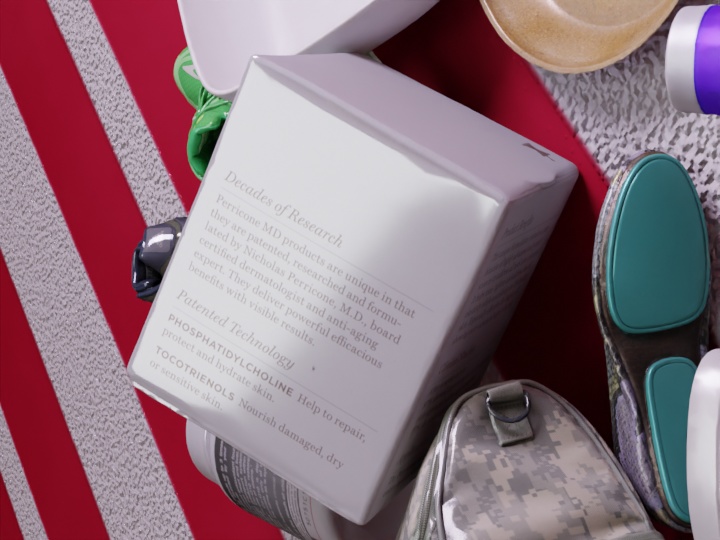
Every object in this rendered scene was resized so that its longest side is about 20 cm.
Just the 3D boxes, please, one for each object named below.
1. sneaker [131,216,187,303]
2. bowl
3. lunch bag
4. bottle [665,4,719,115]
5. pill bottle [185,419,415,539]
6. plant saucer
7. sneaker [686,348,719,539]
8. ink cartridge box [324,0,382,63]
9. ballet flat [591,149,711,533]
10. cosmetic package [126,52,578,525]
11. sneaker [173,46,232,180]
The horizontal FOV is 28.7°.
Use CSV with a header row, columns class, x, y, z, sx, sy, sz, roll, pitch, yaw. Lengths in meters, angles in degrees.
class,x,y,z,sx,sy,sz,roll,pitch,yaw
sneaker,-0.127,0.003,1.028,0.200,0.080,0.075,116,155,-66
bowl,-0.025,-0.214,0.925,0.199,0.074,0.202,-30,57,24
lunch bag,0.084,0.171,0.786,0.201,0.137,0.170,99,160,-60
bottle,0.225,-0.084,0.574,0.198,0.065,0.085,8,91,34
pill bottle,-0.037,0.129,1.000,0.199,0.113,0.116,12,104,53
plant saucer,0.133,-0.212,0.787,0.199,0.035,0.204,7,99,54
sneaker,0.210,0.131,0.605,0.115,0.073,0.203,-7,93,44
ink cartridge box,-0.009,-0.071,0.994,0.146,0.047,0.202,54,134,36
ballet flat,0.155,0.039,0.763,0.072,0.071,0.204,-12,83,54
cosmetic package,0.000,0.000,0.815,0.165,0.167,0.202,29,108,15
sneaker,-0.089,-0.108,0.993,0.200,0.083,0.075,50,133,42
